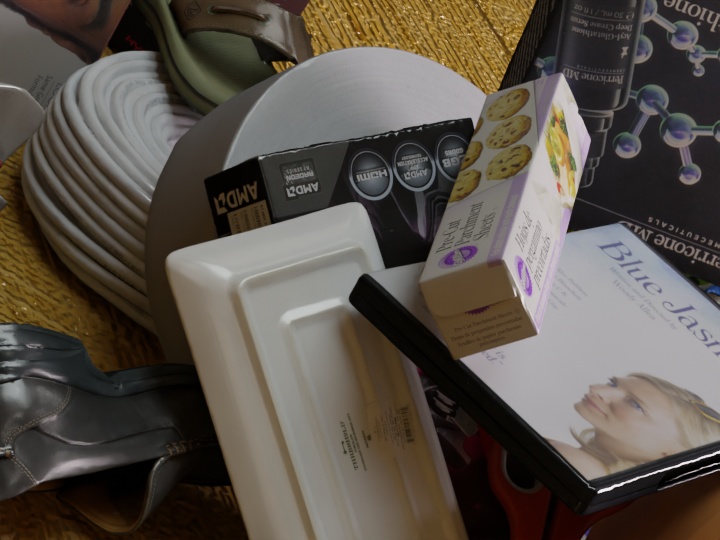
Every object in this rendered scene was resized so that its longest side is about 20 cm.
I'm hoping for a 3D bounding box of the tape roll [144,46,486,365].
[{"bbox_3d":[0.000,0.000,1.395,0.200,0.066,0.201,10,73,-34],"label":"tape roll"}]

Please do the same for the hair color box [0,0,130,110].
[{"bbox_3d":[-0.216,-0.166,1.510,0.200,0.111,0.064,23,13,-25],"label":"hair color box"}]

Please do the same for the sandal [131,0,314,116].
[{"bbox_3d":[-0.063,-0.121,1.529,0.080,0.057,0.201,14,31,-42],"label":"sandal"}]

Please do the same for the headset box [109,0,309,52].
[{"bbox_3d":[-0.081,-0.216,1.693,0.149,0.200,0.075,46,25,27],"label":"headset box"}]

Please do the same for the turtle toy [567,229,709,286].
[{"bbox_3d":[0.180,0.007,1.685,0.146,0.101,0.200,29,-21,-8],"label":"turtle toy"}]

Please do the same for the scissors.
[{"bbox_3d":[0.068,0.135,1.288,0.073,0.014,0.200,28,64,-4],"label":"scissors"}]

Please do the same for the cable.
[{"bbox_3d":[-0.072,-0.027,1.495,0.200,0.069,0.200,42,23,18],"label":"cable"}]

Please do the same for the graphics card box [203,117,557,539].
[{"bbox_3d":[0.015,0.040,1.325,0.125,0.051,0.200,-11,84,-36],"label":"graphics card box"}]

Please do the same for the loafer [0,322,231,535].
[{"bbox_3d":[-0.106,0.078,1.257,0.200,0.073,0.072,14,58,-50],"label":"loafer"}]

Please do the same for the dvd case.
[{"bbox_3d":[0.105,0.038,1.294,0.143,0.018,0.200,43,30,26],"label":"dvd case"}]

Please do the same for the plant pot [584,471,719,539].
[{"bbox_3d":[0.184,0.165,1.331,0.200,0.200,0.140,22,8,-28],"label":"plant pot"}]

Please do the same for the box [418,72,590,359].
[{"bbox_3d":[0.065,-0.027,1.291,0.039,0.041,0.200,65,21,-20],"label":"box"}]

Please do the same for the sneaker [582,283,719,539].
[{"bbox_3d":[0.168,0.078,1.514,0.081,0.147,0.200,30,22,-10],"label":"sneaker"}]

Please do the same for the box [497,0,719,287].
[{"bbox_3d":[0.164,-0.116,1.518,0.148,0.200,0.107,20,28,-4],"label":"box"}]

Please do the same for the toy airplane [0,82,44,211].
[{"bbox_3d":[-0.223,-0.110,1.352,0.200,0.141,0.199,27,2,15],"label":"toy airplane"}]

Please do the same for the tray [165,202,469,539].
[{"bbox_3d":[-0.006,0.075,1.258,0.107,0.022,0.200,-17,88,-37],"label":"tray"}]
